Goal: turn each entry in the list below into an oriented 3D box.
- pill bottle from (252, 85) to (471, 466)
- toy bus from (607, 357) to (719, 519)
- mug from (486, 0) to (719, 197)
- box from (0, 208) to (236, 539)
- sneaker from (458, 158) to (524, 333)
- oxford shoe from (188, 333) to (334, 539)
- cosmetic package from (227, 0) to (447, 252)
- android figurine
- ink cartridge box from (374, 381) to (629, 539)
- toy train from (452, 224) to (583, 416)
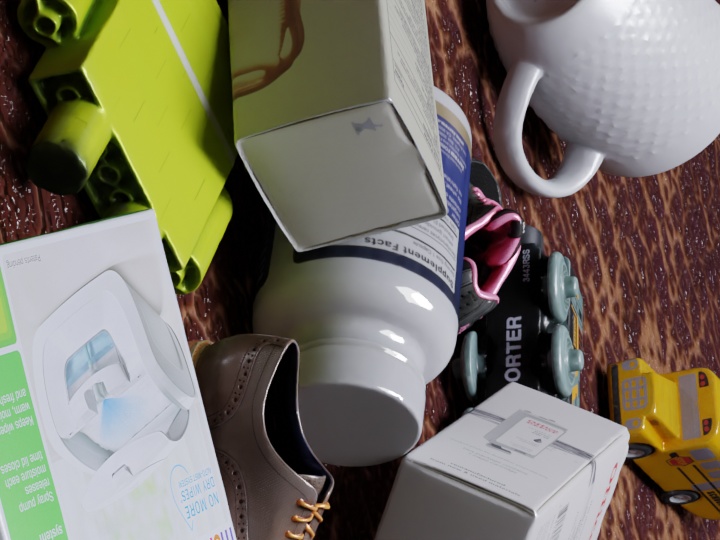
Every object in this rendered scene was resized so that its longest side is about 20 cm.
[{"bbox_3d":[0.000,0.000,1.477,0.111,0.111,0.201,54,34,-46],"label":"pill bottle"},{"bbox_3d":[0.249,0.126,2.057,0.200,0.078,0.065,43,41,-55],"label":"toy bus"},{"bbox_3d":[0.157,-0.146,1.910,0.175,0.147,0.201,39,75,-50],"label":"mug"},{"bbox_3d":[-0.145,0.079,1.119,0.200,0.096,0.177,-17,93,-69],"label":"box"},{"bbox_3d":[0.066,-0.016,1.653,0.079,0.095,0.200,50,30,-16],"label":"sneaker"},{"bbox_3d":[-0.051,0.129,1.344,0.071,0.073,0.201,6,74,-67],"label":"oxford shoe"},{"bbox_3d":[-0.016,-0.123,1.437,0.104,0.087,0.201,63,17,-48],"label":"cosmetic package"},{"bbox_3d":[-0.108,-0.082,1.349,0.200,0.041,0.182,-72,144,-49],"label":"android figurine"},{"bbox_3d":[0.069,0.160,1.533,0.200,0.083,0.147,-25,136,-68],"label":"ink cartridge box"},{"bbox_3d":[0.107,0.074,1.746,0.114,0.085,0.201,59,28,-59],"label":"toy train"}]
